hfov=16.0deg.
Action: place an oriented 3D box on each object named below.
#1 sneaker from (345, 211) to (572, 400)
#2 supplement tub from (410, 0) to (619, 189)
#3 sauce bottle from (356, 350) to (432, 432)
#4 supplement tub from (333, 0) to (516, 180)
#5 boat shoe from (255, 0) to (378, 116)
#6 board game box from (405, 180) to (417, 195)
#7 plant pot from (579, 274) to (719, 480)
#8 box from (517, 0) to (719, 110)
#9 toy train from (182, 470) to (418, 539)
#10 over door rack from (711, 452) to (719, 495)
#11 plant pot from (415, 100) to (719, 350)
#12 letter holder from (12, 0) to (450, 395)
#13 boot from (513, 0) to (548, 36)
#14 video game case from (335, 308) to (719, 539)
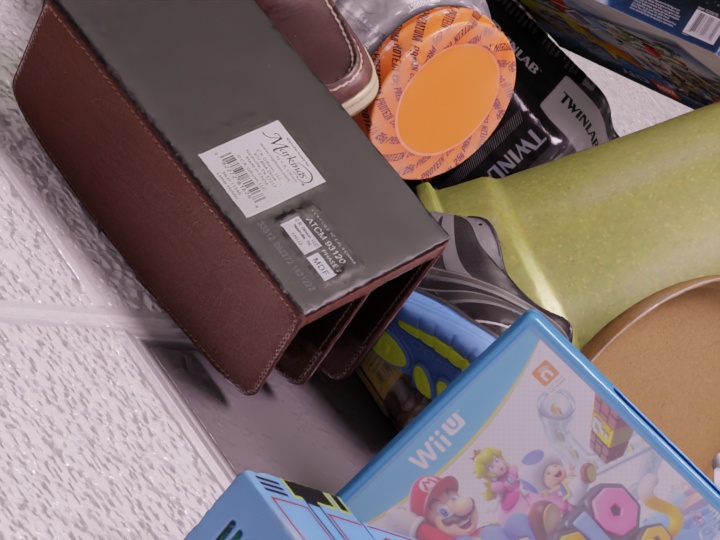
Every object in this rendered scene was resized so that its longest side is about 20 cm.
[{"bbox_3d":[0.025,-0.001,1.295,0.200,0.071,0.083,39,48,24],"label":"sneaker"},{"bbox_3d":[0.065,-0.104,1.544,0.200,0.123,0.123,44,19,-3],"label":"supplement tub"},{"bbox_3d":[0.000,0.000,1.363,0.065,0.065,0.200,17,35,-56],"label":"sauce bottle"},{"bbox_3d":[-0.012,-0.140,1.394,0.122,0.123,0.200,24,15,-48],"label":"supplement tub"},{"bbox_3d":[-0.063,-0.151,1.293,0.200,0.072,0.072,51,-16,34],"label":"boat shoe"},{"bbox_3d":[-0.008,-0.069,1.547,0.200,0.032,0.120,45,16,-4],"label":"board game box"},{"bbox_3d":[0.151,0.085,1.324,0.200,0.200,0.027,24,11,-48],"label":"plant pot"},{"bbox_3d":[0.166,-0.142,1.472,0.200,0.038,0.137,30,-5,39],"label":"box"},{"bbox_3d":[0.009,0.153,1.042,0.200,0.087,0.114,23,24,-50],"label":"toy train"},{"bbox_3d":[0.190,0.133,1.266,0.200,0.147,0.067,60,30,-60],"label":"over door rack"},{"bbox_3d":[0.156,0.001,1.415,0.201,0.184,0.200,62,5,-9],"label":"plant pot"},{"bbox_3d":[-0.077,-0.034,1.245,0.100,0.142,0.200,-28,72,-38],"label":"letter holder"},{"bbox_3d":[0.091,-0.119,1.666,0.203,0.154,0.074,34,22,-31],"label":"boot"},{"bbox_3d":[0.099,0.135,1.173,0.200,0.143,0.018,44,13,-6],"label":"video game case"}]
